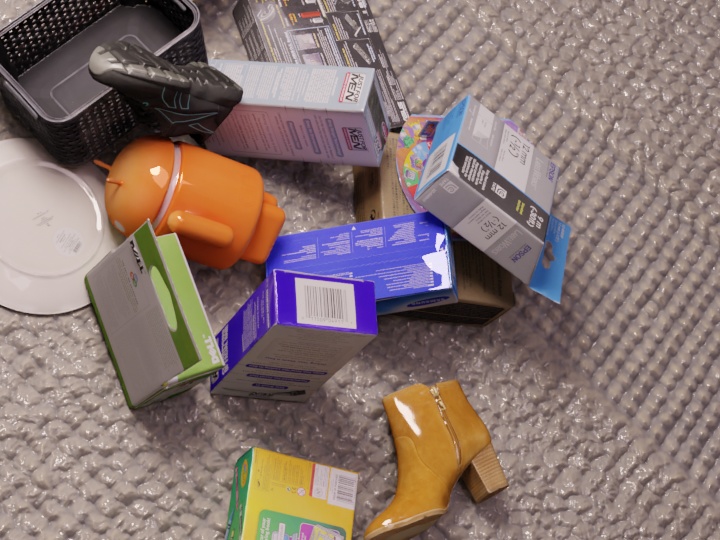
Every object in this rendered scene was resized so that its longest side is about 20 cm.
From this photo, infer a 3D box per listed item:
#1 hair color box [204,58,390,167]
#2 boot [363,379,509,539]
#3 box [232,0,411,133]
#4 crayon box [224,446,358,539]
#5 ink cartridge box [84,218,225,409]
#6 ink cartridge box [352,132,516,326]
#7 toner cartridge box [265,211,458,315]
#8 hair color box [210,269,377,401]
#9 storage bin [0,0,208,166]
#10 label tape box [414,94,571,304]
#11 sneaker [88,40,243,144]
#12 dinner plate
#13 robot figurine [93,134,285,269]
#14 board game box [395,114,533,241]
[{"bbox_3d":[-0.076,-0.170,1.755,0.199,0.099,0.061,6,59,16],"label":"hair color box"},{"bbox_3d":[0.054,0.200,1.730,0.201,0.071,0.144,-19,70,-35],"label":"boot"},{"bbox_3d":[-0.043,-0.235,1.888,0.157,0.050,0.201,-12,73,-29],"label":"box"},{"bbox_3d":[-0.075,0.288,1.624,0.118,0.058,0.201,16,61,-18],"label":"crayon box"},{"bbox_3d":[-0.187,0.038,1.593,0.076,0.200,0.148,-17,82,-31],"label":"ink cartridge box"},{"bbox_3d":[0.081,-0.046,1.846,0.164,0.075,0.201,9,63,-24],"label":"ink cartridge box"},{"bbox_3d":[0.000,0.000,1.737,0.199,0.043,0.095,-9,66,10],"label":"toner cartridge box"},{"bbox_3d":[-0.071,0.069,1.642,0.109,0.200,0.065,7,62,-23],"label":"hair color box"},{"bbox_3d":[-0.272,-0.223,1.699,0.200,0.094,0.135,-39,69,-17],"label":"storage bin"},{"bbox_3d":[0.163,-0.076,1.752,0.200,0.066,0.144,35,39,-14],"label":"label tape box"},{"bbox_3d":[-0.198,-0.172,1.628,0.075,0.079,0.200,43,19,33],"label":"sneaker"},{"bbox_3d":[-0.332,-0.051,1.679,0.199,0.024,0.201,10,64,-22],"label":"dinner plate"},{"bbox_3d":[-0.181,-0.072,1.702,0.199,0.117,0.144,20,55,-24],"label":"robot figurine"},{"bbox_3d":[0.138,-0.112,1.835,0.199,0.039,0.159,0,66,-27],"label":"board game box"}]
